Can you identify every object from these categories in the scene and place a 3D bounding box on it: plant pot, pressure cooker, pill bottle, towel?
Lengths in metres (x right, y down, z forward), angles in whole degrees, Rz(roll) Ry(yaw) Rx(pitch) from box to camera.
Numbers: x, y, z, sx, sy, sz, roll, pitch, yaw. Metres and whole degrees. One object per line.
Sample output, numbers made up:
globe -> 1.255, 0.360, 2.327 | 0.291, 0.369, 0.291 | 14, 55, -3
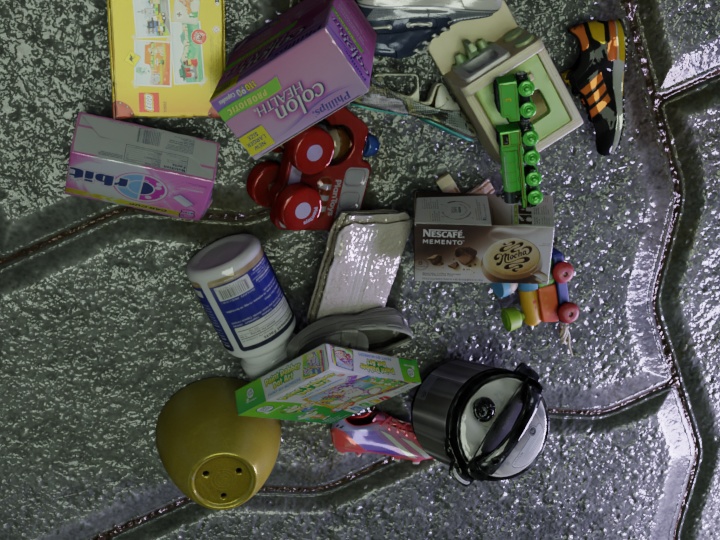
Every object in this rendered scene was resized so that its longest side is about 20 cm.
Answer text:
plant pot -> -0.214, 0.286, 1.539 | 0.200, 0.142, 0.200 | -4, 114, -9
pressure cooker -> 0.188, 0.233, 1.540 | 0.179, 0.200, 0.176 | -6, 93, -23
pill bottle -> -0.164, 0.056, 1.468 | 0.116, 0.116, 0.200 | -23, 115, -1
towel -> 0.000, 0.000, 1.485 | 0.132, 0.034, 0.200 | -5, 125, -34

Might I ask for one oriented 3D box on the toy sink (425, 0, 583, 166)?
toy sink -> 0.201, -0.264, 1.406 | 0.130, 0.112, 0.200 | -32, 114, 3

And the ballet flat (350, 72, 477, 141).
ballet flat -> 0.084, -0.240, 1.418 | 0.200, 0.072, 0.072 | 15, 109, -17

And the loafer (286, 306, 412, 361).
loafer -> -0.013, 0.104, 1.481 | 0.200, 0.070, 0.070 | -16, 129, -28

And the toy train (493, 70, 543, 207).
toy train -> 0.214, -0.175, 1.369 | 0.056, 0.042, 0.200 | -9, 118, 1

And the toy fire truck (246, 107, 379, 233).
toy fire truck -> -0.057, -0.146, 1.421 | 0.168, 0.112, 0.200 | -1, 115, -36

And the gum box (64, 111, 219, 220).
gum box -> -0.292, -0.137, 1.358 | 0.200, 0.066, 0.114 | 11, 152, -15

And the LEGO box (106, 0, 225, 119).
LEGO box -> -0.254, -0.305, 1.321 | 0.149, 0.077, 0.200 | -1, 113, -10

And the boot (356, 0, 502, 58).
boot -> 0.092, -0.342, 1.383 | 0.200, 0.073, 0.090 | 1, 119, -2

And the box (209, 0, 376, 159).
box -> -0.081, -0.262, 1.283 | 0.176, 0.200, 0.097 | -27, 118, 20

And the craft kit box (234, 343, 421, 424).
craft kit box -> -0.048, 0.172, 1.484 | 0.197, 0.049, 0.200 | 17, 144, -43

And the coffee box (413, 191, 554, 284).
coffee box -> 0.177, -0.048, 1.465 | 0.200, 0.080, 0.113 | 2, 132, 5

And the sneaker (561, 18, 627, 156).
sneaker -> 0.338, -0.266, 1.463 | 0.090, 0.070, 0.200 | 0, 113, 6

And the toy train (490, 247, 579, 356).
toy train -> 0.273, 0.069, 1.565 | 0.116, 0.085, 0.200 | -18, 115, -12

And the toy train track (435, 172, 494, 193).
toy train track -> 0.177, -0.062, 1.528 | 0.115, 0.033, 0.200 | -34, 115, 4

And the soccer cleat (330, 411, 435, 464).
soccer cleat -> 0.051, 0.265, 1.626 | 0.200, 0.067, 0.077 | 6, 106, -10
